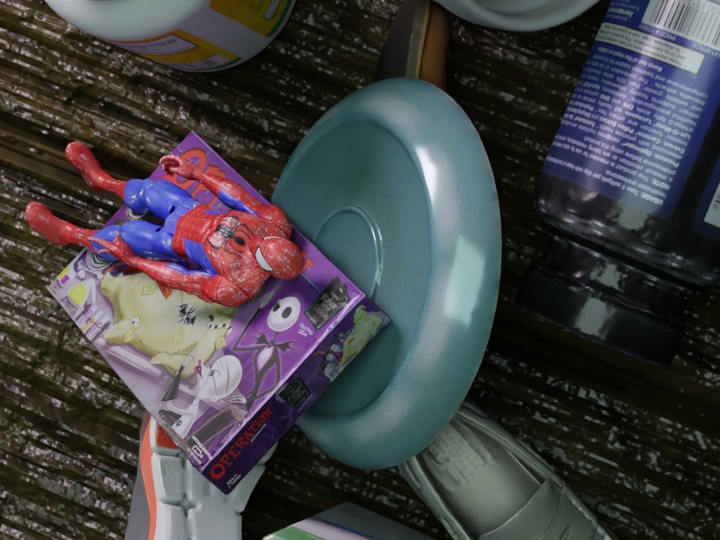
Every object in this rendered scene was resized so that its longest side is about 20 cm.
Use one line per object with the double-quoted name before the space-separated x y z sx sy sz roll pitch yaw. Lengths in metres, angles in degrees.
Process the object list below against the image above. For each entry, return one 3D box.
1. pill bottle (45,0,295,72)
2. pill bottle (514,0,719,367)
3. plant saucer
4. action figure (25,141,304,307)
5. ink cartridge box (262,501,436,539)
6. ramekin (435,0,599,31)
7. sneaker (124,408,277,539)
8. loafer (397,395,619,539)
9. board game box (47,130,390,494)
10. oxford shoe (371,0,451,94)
"pill bottle" -0.106 -0.167 1.223 0.113 0.200 0.113 0 88 13
"pill bottle" 0.154 -0.059 1.203 0.112 0.112 0.200 24 93 13
"plant saucer" 0.000 0.000 1.215 0.200 0.027 0.201 -12 75 54
"action figure" -0.097 -0.023 1.227 0.200 0.052 0.065 17 65 45
"ink cartridge box" -0.016 0.202 1.189 0.084 0.200 0.145 22 93 10
"ramekin" 0.058 -0.225 1.192 0.105 0.200 0.200 19 93 44
"sneaker" -0.098 0.118 1.275 0.077 0.082 0.200 20 66 -27
"loafer" 0.083 0.135 1.231 0.200 0.070 0.070 44 89 10
"board game box" -0.078 0.017 1.233 0.120 0.032 0.200 -44 40 -3
"oxford shoe" 0.037 -0.046 1.264 0.071 0.071 0.200 3 89 -13
